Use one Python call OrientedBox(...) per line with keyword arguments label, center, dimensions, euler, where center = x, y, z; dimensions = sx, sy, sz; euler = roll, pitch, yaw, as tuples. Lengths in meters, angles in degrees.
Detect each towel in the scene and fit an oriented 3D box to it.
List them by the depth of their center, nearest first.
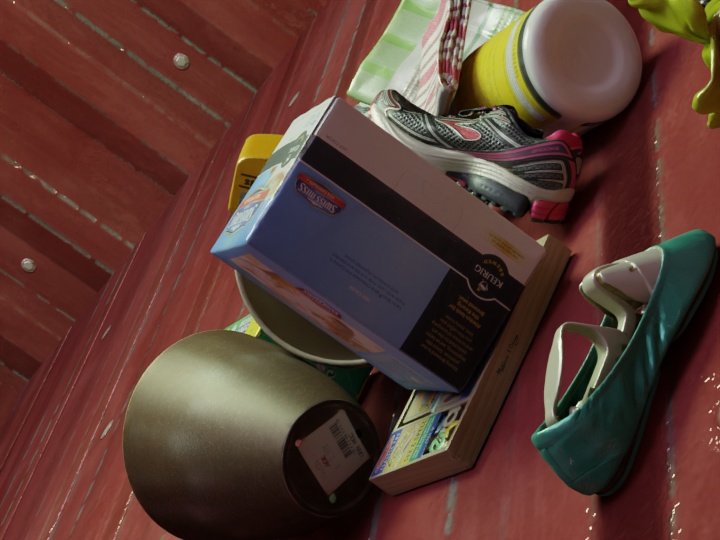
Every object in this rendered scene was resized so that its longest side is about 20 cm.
OrientedBox(label="towel", center=(0.067, -0.184, 1.535), dimensions=(0.147, 0.030, 0.201), euler=(108, 174, -51))
OrientedBox(label="towel", center=(0.098, -0.199, 1.645), dimensions=(0.150, 0.199, 0.031), euler=(-58, -31, -15))

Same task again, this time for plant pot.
OrientedBox(label="plant pot", center=(-0.072, 0.145, 1.416), dimensions=(0.199, 0.187, 0.188), euler=(-1, 54, 58))

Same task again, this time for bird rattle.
OrientedBox(label="bird rattle", center=(0.278, -0.186, 1.109), dimensions=(0.163, 0.113, 0.200), euler=(-44, 7, -34))

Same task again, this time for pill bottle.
OrientedBox(label="pill bottle", center=(0.146, -0.155, 1.467), dimensions=(0.113, 0.112, 0.200), euler=(-60, 14, -23))

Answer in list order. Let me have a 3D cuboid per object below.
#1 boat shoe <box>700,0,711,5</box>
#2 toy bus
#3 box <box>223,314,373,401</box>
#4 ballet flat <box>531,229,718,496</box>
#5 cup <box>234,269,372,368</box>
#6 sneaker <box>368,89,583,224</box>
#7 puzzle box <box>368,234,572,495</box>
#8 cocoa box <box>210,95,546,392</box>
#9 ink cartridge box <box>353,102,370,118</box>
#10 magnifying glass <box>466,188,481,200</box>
OrientedBox(label="boat shoe", center=(0.270, -0.241, 1.316), dimensions=(0.062, 0.075, 0.200), euler=(-55, 11, -8))
OrientedBox(label="toy bus", center=(-0.021, -0.077, 1.633), dimensions=(0.065, 0.198, 0.079), euler=(-78, 1, -65))
OrientedBox(label="box", center=(-0.076, 0.093, 1.636), dimensions=(0.049, 0.117, 0.200), euler=(-62, 14, -23))
OrientedBox(label="ballet flat", center=(0.157, 0.038, 1.030), dimensions=(0.067, 0.070, 0.201), euler=(-34, 24, 59))
OrientedBox(label="cup", center=(0.000, 0.000, 1.500), dimensions=(0.201, 0.199, 0.143), euler=(-57, -15, -9))
OrientedBox(label="sneaker", center=(0.095, -0.106, 1.394), dimensions=(0.080, 0.199, 0.075), euler=(-1, -66, -59))
OrientedBox(label="puzzle box", center=(0.084, 0.073, 1.311), dimensions=(0.133, 0.025, 0.201), euler=(-34, 25, 60))
OrientedBox(label="cocoa box", center=(0.010, -0.014, 1.288), dimensions=(0.132, 0.199, 0.133), euler=(-57, 13, -11))
OrientedBox(label="ink cartridge box", center=(0.032, -0.131, 1.741), dimensions=(0.199, 0.084, 0.146), euler=(-32, 15, 2))
OrientedBox(label="magnifying glass", center=(0.069, -0.023, 1.624), dimensions=(0.201, 0.022, 0.080), euler=(-57, 13, -3))
